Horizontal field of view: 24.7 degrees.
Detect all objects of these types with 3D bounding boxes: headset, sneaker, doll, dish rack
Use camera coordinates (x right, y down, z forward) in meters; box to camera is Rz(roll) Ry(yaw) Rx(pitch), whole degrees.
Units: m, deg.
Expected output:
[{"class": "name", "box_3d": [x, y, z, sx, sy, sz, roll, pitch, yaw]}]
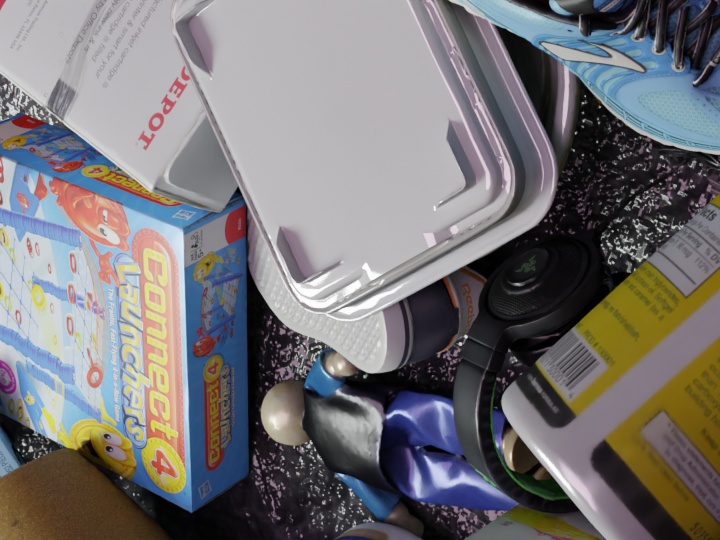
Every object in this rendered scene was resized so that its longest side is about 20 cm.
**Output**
[{"class": "headset", "box_3d": [0.124, 0.025, 0.802, 0.094, 0.123, 0.202, 23, 92, 58]}, {"class": "sneaker", "box_3d": [0.111, -0.107, 0.696, 0.199, 0.090, 0.079, 26, 98, 1]}, {"class": "doll", "box_3d": [0.020, 0.101, 0.946, 0.199, 0.048, 0.137, 10, 129, 37]}, {"class": "dish rack", "box_3d": [-0.011, -0.085, 0.791, 0.171, 0.043, 0.201, -29, 84, 36]}, {"class": "sneaker", "box_3d": [0.000, 0.000, 0.927, 0.200, 0.079, 0.079, 37, 135, 54]}]

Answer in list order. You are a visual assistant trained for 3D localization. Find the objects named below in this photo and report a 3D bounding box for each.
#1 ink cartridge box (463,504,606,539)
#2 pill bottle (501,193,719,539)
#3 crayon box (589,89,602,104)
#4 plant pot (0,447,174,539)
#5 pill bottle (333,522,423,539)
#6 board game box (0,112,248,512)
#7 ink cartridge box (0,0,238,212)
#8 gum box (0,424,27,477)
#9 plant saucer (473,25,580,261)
[{"class": "ink cartridge box", "box_3d": [0.122, 0.202, 0.799, 0.145, 0.199, 0.148, 6, 106, 34]}, {"class": "pill bottle", "box_3d": [0.170, 0.033, 0.728, 0.200, 0.114, 0.114, -42, 74, 5]}, {"class": "crayon box", "box_3d": [0.113, -0.197, 0.792, 0.119, 0.058, 0.201, -41, 76, 37]}, {"class": "plant pot", "box_3d": [-0.172, 0.221, 1.039, 0.186, 0.186, 0.201, -39, 78, 37]}, {"class": "pill bottle", "box_3d": [-0.033, 0.239, 0.917, 0.119, 0.199, 0.121, 23, 128, 34]}, {"class": "board game box", "box_3d": [-0.161, 0.025, 1.043, 0.195, 0.056, 0.202, 21, 123, 33]}, {"class": "ink cartridge box", "box_3d": [-0.126, -0.148, 0.943, 0.199, 0.083, 0.146, 37, 96, 25]}, {"class": "gum box", "box_3d": [-0.309, 0.187, 1.105, 0.171, 0.199, 0.045, 62, 171, -27]}, {"class": "plant saucer", "box_3d": [0.029, -0.103, 0.821, 0.199, 0.050, 0.202, 11, 110, 33]}]
